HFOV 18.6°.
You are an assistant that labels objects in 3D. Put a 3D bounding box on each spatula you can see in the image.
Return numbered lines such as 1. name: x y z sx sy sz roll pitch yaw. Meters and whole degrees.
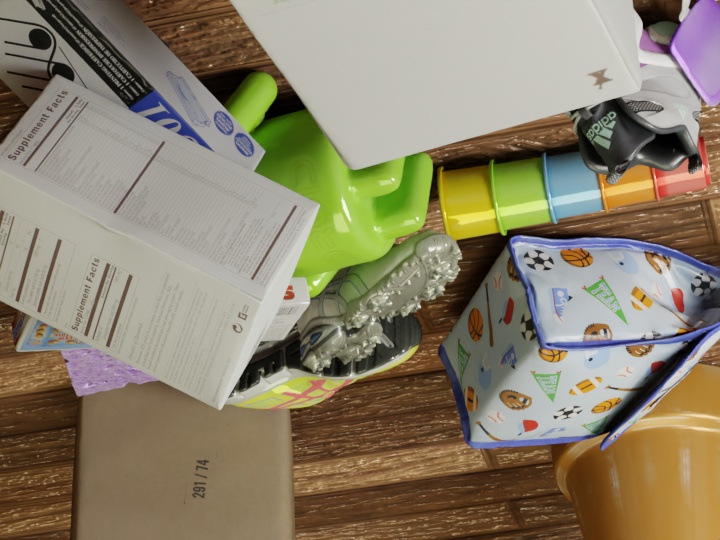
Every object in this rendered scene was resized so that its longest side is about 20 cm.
1. spatula: 0.209 -0.192 1.449 0.020 0.057 0.200 19 154 40

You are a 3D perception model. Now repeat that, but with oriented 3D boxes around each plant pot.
1. plant pot: 0.269 0.209 1.920 0.199 0.184 0.201 -1 147 0

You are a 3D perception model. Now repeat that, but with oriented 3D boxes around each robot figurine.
1. robot figurine: -0.050 -0.052 1.583 0.199 0.116 0.176 -13 136 24

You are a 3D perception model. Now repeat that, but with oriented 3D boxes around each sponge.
1. sponge: -0.170 0.041 1.632 0.111 0.030 0.200 -10 160 -4

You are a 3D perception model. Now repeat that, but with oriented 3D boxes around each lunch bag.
1. lunch bag: 0.190 0.061 1.762 0.199 0.124 0.170 -1 149 -25

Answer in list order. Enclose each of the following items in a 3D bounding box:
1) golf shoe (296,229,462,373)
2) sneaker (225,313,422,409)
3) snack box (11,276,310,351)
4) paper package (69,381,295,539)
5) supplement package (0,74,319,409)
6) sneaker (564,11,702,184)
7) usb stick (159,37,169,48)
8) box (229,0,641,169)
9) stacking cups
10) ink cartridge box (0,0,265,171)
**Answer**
1. golf shoe: 0.000 0.000 1.678 0.078 0.098 0.200 -8 161 -37
2. sneaker: -0.034 0.070 1.820 0.199 0.079 0.090 -12 155 25
3. snack box: -0.140 0.031 1.545 0.199 0.024 0.072 -2 158 -20
4. paper package: -0.150 0.199 1.883 0.189 0.201 0.104 0 147 -2
5. supplement package: -0.147 -0.020 1.447 0.199 0.114 0.110 27 132 3
6. sneaker: 0.151 -0.119 1.467 0.199 0.141 0.078 15 144 -23
7. usb stick: -0.203 -0.109 1.574 0.055 0.033 0.200 18 141 -29
8. box: 0.042 -0.199 1.318 0.198 0.172 0.200 -14 144 19
9. stacking cups: 0.159 -0.060 1.630 0.199 0.061 0.061 -7 146 8
10. ink cartridge box: -0.167 -0.120 1.481 0.094 0.044 0.200 -29 112 37
